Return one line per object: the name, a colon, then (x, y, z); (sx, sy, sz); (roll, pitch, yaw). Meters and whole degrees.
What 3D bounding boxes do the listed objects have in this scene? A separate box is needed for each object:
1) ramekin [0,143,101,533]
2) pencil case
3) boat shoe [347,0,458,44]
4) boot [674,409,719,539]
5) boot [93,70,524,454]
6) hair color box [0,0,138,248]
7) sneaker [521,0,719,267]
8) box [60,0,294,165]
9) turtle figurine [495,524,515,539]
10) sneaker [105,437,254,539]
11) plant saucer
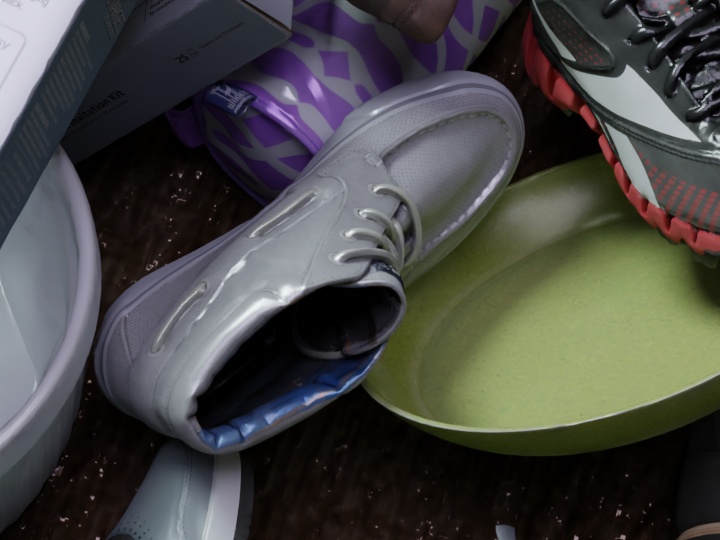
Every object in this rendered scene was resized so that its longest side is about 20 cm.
ramekin: (-0.194, 0.024, 0.801); (0.198, 0.105, 0.202); (1, 61, -2)
pencil case: (0.009, -0.107, 0.903); (0.085, 0.084, 0.200); (22, 58, 34)
boat shoe: (0.044, -0.162, 0.855); (0.072, 0.072, 0.201); (35, 46, -7)
boot: (0.218, 0.063, 0.812); (0.198, 0.078, 0.139); (4, 62, -1)
boot: (0.000, 0.000, 0.796); (0.200, 0.074, 0.095); (-38, 28, -15)
hair color box: (-0.138, -0.095, 0.746); (0.098, 0.061, 0.201); (26, 79, 8)
sneaker: (0.116, -0.077, 0.795); (0.070, 0.098, 0.201); (-22, 42, -11)
box: (-0.086, -0.154, 0.887); (0.041, 0.155, 0.201); (30, 50, -36)
turtle figurine: (0.109, 0.094, 0.672); (0.143, 0.194, 0.202); (-6, 69, 7)
sneaker: (-0.122, 0.124, 0.745); (0.120, 0.083, 0.201); (33, 60, -19)
plant saucer: (0.094, 0.012, 0.813); (0.199, 0.031, 0.200); (-18, 27, 9)
